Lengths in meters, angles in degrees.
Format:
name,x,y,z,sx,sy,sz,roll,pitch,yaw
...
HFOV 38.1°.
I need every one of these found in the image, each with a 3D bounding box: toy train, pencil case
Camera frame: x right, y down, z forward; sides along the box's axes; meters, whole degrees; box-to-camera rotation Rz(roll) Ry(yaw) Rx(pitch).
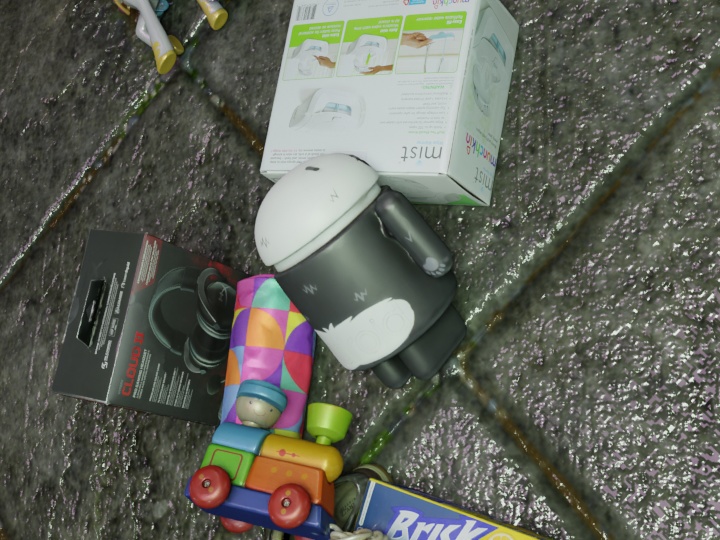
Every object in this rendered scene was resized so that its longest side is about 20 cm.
name,x,y,z,sx,sy,sz,roll,pitch,yaw
toy train,-0.032,0.160,0.834,0.198,0.085,0.117,8,64,21
pencil case,-0.083,0.106,0.948,0.088,0.088,0.202,-2,77,31

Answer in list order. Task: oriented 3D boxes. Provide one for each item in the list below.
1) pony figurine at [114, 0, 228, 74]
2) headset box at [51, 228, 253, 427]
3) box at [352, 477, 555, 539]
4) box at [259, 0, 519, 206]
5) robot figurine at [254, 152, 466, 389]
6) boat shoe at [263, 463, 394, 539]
name,x,y,z,sx,sy,sz,roll,pitch,yaw
pony figurine,-0.227,-0.341,1.139,0.200,0.166,0.194,43,108,18
headset box,-0.183,0.056,0.950,0.077,0.200,0.150,5,78,33
box,0.092,0.223,0.809,0.198,0.070,0.065,12,81,34
box,0.025,-0.156,0.945,0.198,0.096,0.178,3,78,32
robot figurine,0.002,-0.001,0.862,0.150,0.125,0.201,-36,100,13
boat shoe,-0.056,0.239,0.899,0.200,0.065,0.073,-49,56,10
